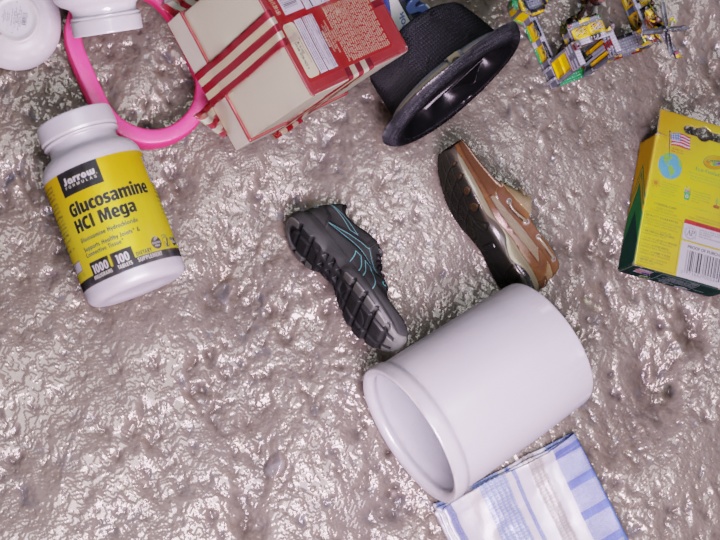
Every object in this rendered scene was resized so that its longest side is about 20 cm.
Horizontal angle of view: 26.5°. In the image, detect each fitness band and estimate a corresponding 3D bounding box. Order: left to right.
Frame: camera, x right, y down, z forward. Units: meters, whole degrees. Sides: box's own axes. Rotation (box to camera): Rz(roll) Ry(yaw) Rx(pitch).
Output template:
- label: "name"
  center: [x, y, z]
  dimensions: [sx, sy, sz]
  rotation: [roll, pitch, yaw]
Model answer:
- label: "fitness band"
  center: [-0.249, -0.234, 1.716]
  dimensions: [0.143, 0.037, 0.201]
  rotation: [-24, 85, -17]

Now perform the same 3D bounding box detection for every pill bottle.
- label: "pill bottle"
  center: [-0.289, -0.355, 1.642]
  dimensions: [0.112, 0.112, 0.201]
  rotation: [-11, 101, -16]
- label: "pill bottle"
  center: [-0.273, -0.071, 1.640]
  dimensions: [0.112, 0.112, 0.201]
  rotation: [-21, 85, -17]

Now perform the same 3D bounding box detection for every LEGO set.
- label: "LEGO set"
  center: [0.285, -0.308, 1.821]
  dimensions: [0.199, 0.116, 0.155]
  rotation: [-12, 83, -16]

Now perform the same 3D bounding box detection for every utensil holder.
- label: "utensil holder"
  center: [0.130, 0.129, 1.679]
  dimensions: [0.200, 0.170, 0.170]
  rotation: [-33, 89, -20]

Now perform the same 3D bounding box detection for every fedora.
- label: "fedora"
  center: [0.083, -0.234, 1.731]
  dimensions: [0.200, 0.201, 0.092]
  rotation: [-36, 79, -17]

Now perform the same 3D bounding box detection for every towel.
- label: "towel"
  center: [0.195, 0.290, 1.740]
  dimensions: [0.199, 0.024, 0.147]
  rotation: [-25, 88, -17]

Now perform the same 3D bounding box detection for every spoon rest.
- label: "spoon rest"
  center: [-0.374, -0.322, 1.698]
  dimensions: [0.099, 0.061, 0.201]
  rotation: [10, 91, -11]

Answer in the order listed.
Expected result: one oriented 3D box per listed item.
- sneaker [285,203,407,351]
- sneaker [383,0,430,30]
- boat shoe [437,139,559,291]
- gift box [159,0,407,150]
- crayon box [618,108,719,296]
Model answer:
- label: "sneaker"
  center: [0.000, 0.000, 1.700]
  dimensions: [0.079, 0.076, 0.200]
  rotation: [-24, 66, -31]
- label: "sneaker"
  center: [-0.005, -0.303, 1.748]
  dimensions: [0.199, 0.080, 0.115]
  rotation: [43, 79, -31]
- label: "boat shoe"
  center: [0.162, -0.063, 1.775]
  dimensions: [0.074, 0.076, 0.201]
  rotation: [-33, 97, -22]
- label: "gift box"
  center: [-0.098, -0.252, 1.669]
  dimensions: [0.200, 0.187, 0.185]
  rotation: [-24, 89, -37]
- label: "crayon box"
  center: [0.392, -0.081, 1.842]
  dimensions: [0.126, 0.051, 0.201]
  rotation: [15, 77, -11]
